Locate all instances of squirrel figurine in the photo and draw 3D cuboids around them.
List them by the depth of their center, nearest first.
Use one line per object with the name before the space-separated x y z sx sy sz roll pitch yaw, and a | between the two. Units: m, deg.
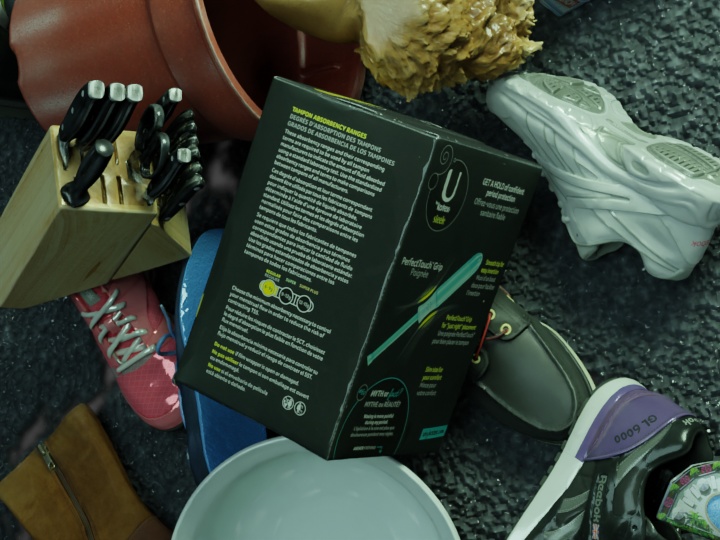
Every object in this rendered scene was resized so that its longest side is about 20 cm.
squirrel figurine | 0.021 -0.190 1.110 0.141 0.187 0.200 -42 80 11

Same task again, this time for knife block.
knife block | -0.192 -0.054 1.113 0.199 0.176 0.064 -16 64 14

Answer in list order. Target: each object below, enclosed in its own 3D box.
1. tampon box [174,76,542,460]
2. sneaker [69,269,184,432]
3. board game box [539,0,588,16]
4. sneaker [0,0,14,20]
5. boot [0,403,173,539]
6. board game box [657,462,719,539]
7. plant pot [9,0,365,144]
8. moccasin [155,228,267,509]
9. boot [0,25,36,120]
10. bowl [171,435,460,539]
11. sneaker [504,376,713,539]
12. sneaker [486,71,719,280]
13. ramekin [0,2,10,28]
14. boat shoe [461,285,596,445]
tampon box | 0.000 0.000 1.041 0.126 0.150 0.201 23 98 30
sneaker | -0.183 0.030 1.230 0.074 0.087 0.201 -33 70 19
board game box | 0.170 -0.280 1.117 0.200 0.062 0.200 -41 67 14
sneaker | -0.197 -0.246 1.290 0.200 0.074 0.081 -34 73 20
boot | -0.219 0.229 1.229 0.188 0.068 0.200 -49 64 12
board game box | 0.276 0.142 0.914 0.199 0.200 0.062 18 90 27
plant pot | -0.130 -0.171 1.187 0.194 0.200 0.202 -11 77 33
moccasin | -0.109 0.071 1.179 0.068 0.080 0.201 143 131 -58
boot | -0.298 -0.211 1.257 0.080 0.210 0.158 -108 39 -61
bowl | -0.022 0.199 1.107 0.200 0.090 0.202 1 96 9
sneaker | 0.149 0.171 1.036 0.087 0.076 0.201 29 97 50
sneaker | 0.148 -0.060 1.089 0.200 0.078 0.100 40 124 36
ramekin | -0.385 -0.251 1.369 0.201 0.094 0.204 -4 80 26
boat shoe | 0.075 0.042 1.116 0.074 0.063 0.201 -49 67 10
